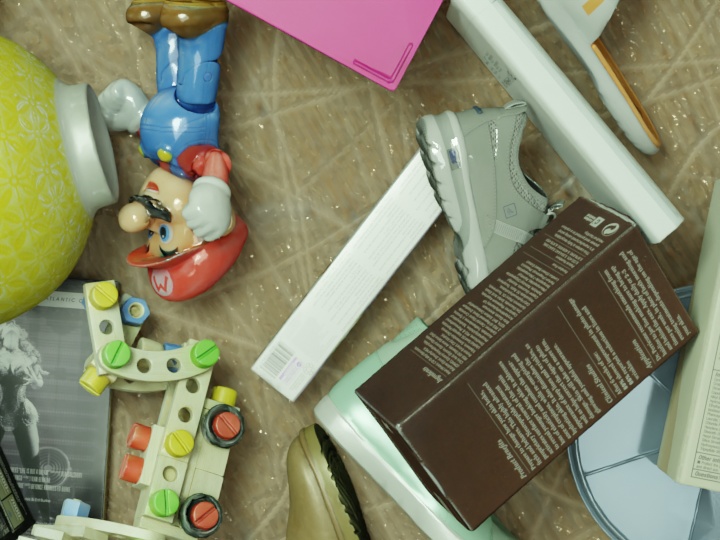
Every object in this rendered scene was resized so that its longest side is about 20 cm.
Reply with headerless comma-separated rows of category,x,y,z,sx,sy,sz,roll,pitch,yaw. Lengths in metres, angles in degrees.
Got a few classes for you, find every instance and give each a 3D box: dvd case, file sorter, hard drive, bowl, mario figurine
dvd case,-0.247,0.102,1.352,0.148,0.016,0.202,4,94,4
file sorter,-0.032,-0.223,1.269,0.199,0.125,0.140,29,93,0
hard drive,0.130,-0.102,1.265,0.027,0.132,0.200,-39,91,1
bowl,-0.218,-0.071,1.250,0.107,0.200,0.201,-14,93,1
mario figurine,-0.132,-0.078,1.283,0.105,0.123,0.202,-1,97,4

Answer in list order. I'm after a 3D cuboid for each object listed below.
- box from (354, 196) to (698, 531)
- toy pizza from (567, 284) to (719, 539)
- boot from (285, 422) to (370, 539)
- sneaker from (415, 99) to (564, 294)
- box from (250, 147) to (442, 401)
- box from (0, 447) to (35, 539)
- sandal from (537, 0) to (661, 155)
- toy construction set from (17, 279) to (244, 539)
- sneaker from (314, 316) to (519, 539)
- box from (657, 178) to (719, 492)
box,0.107,0.058,1.234,0.200,0.075,0.100,-40,119,-10
toy pizza,0.238,0.109,1.321,0.199,0.032,0.202,0,92,-1
boot,-0.088,0.218,1.327,0.199,0.066,0.176,-19,92,5
sneaker,0.102,-0.018,1.277,0.082,0.075,0.201,-19,117,-1
box,0.000,0.000,1.323,0.041,0.039,0.200,37,94,-1
box,-0.307,0.107,1.266,0.086,0.164,0.201,-24,93,5
sandal,0.157,-0.173,1.277,0.059,0.079,0.207,-32,111,13
toy construction set,-0.152,0.117,1.295,0.130,0.092,0.201,19,86,-17
sneaker,0.078,0.124,1.309,0.200,0.074,0.118,44,94,-1
box,0.262,0.045,1.264,0.094,0.078,0.201,13,92,-2
